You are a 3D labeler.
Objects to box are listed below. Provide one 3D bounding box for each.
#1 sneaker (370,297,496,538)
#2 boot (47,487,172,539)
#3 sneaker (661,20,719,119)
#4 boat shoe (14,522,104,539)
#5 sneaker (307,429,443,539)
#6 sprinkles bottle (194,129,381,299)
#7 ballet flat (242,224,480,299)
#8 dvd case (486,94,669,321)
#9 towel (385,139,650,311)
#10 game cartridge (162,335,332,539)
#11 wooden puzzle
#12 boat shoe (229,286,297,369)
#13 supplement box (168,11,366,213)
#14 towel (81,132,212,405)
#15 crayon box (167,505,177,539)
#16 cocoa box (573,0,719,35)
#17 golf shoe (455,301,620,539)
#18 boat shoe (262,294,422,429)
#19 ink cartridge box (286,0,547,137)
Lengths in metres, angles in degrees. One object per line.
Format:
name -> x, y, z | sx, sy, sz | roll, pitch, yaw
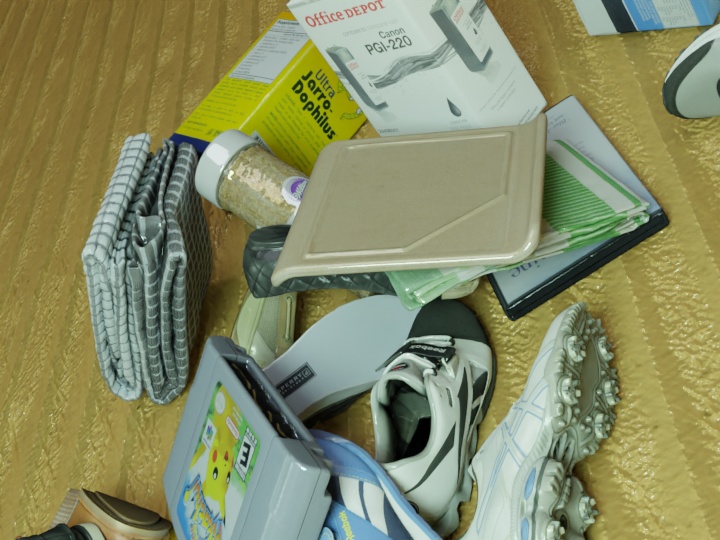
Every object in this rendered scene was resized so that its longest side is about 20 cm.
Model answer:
sneaker -> 0.048, 0.082, 0.806 | 0.073, 0.089, 0.202 | -13, 42, 22
boot -> -0.208, 0.248, 0.844 | 0.200, 0.073, 0.157 | -24, 45, 65
sneaker -> 0.315, -0.145, 0.830 | 0.198, 0.074, 0.080 | -9, 49, 36
boat shoe -> -0.245, 0.256, 0.794 | 0.074, 0.063, 0.203 | 51, 122, 32
sneaker -> -0.008, 0.176, 0.714 | 0.081, 0.075, 0.200 | -21, 42, -31
sprinkles bottle -> -0.051, -0.048, 0.983 | 0.199, 0.068, 0.069 | 33, 72, 20
ballet flat -> 0.000, 0.000, 0.902 | 0.197, 0.058, 0.067 | 6, 30, 18
dvd case -> 0.151, -0.058, 0.930 | 0.142, 0.018, 0.201 | -32, 36, 9
towel -> 0.100, -0.043, 0.866 | 0.197, 0.024, 0.153 | -20, 34, -11
game cartridge -> -0.084, 0.144, 0.765 | 0.200, 0.040, 0.135 | 40, 118, 58
wooden puzzle -> 0.043, -0.050, 0.848 | 0.197, 0.038, 0.186 | -8, 33, 17
boat shoe -> -0.067, 0.016, 1.022 | 0.062, 0.074, 0.202 | 17, 46, 0
supplement box -> -0.085, -0.161, 1.185 | 0.201, 0.110, 0.108 | -51, 37, -15
towel -> -0.184, -0.001, 1.034 | 0.084, 0.202, 0.167 | 6, 43, 1
crayon box -> -0.070, 0.223, 0.796 | 0.125, 0.052, 0.201 | -32, 36, 11
cocoa box -> 0.275, -0.331, 1.016 | 0.130, 0.134, 0.201 | 6, 55, 45
golf shoe -> 0.110, 0.108, 0.741 | 0.096, 0.078, 0.202 | -15, 40, 40
boat shoe -> -0.034, 0.086, 0.904 | 0.198, 0.057, 0.069 | -30, 74, -11
ink cartridge box -> 0.049, -0.192, 0.995 | 0.145, 0.201, 0.085 | 1, 44, 53
